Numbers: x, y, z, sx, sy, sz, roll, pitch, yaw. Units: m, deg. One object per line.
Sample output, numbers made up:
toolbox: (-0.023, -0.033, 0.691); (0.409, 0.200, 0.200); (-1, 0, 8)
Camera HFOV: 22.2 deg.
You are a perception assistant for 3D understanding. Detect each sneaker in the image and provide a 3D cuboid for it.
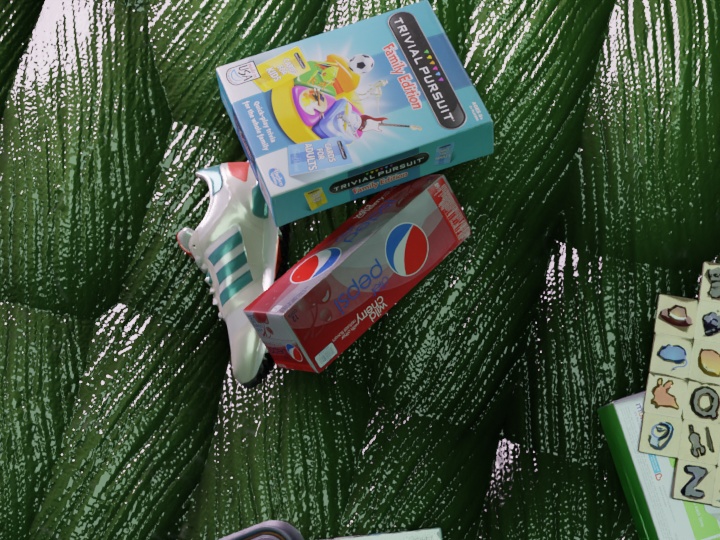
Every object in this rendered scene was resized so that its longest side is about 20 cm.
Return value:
sneaker: (-0.112, 0.001, 1.587); (0.093, 0.070, 0.201); (3, 81, 5)

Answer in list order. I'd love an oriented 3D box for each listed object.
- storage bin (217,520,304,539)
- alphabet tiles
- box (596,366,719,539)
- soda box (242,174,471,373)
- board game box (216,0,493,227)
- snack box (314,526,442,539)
storage bin: (-0.139, 0.300, 1.482); (0.199, 0.134, 0.146); (-24, 79, 15)
alphabet tiles: (0.320, 0.098, 1.521); (0.165, 0.006, 0.201); (9, 81, 2)
box: (0.320, 0.182, 1.560); (0.176, 0.097, 0.201); (-18, 84, -4)
soda box: (0.000, 0.000, 1.547); (0.200, 0.070, 0.064); (-41, 112, -25)
board game box: (-0.006, -0.138, 1.574); (0.199, 0.047, 0.151); (-20, 57, -8)
snack box: (-0.024, 0.288, 1.566); (0.199, 0.037, 0.117); (-5, 83, -2)
